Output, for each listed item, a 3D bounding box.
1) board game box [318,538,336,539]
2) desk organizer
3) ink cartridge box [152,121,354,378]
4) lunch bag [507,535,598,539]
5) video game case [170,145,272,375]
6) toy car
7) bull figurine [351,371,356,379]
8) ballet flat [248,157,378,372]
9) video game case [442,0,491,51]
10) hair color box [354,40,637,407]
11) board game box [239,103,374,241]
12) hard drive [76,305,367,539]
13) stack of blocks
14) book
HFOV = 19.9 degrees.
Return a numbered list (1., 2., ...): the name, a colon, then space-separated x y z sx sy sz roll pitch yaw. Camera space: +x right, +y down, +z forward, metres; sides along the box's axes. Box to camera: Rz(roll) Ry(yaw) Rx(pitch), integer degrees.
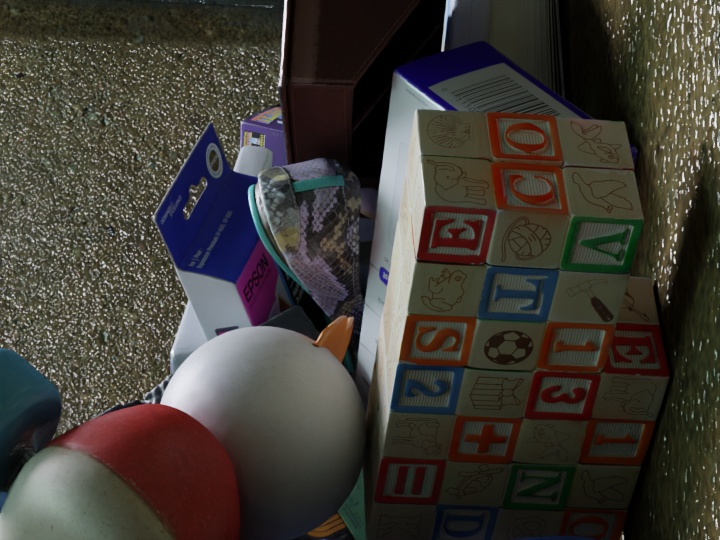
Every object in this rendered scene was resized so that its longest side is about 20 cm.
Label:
1. board game box: 0.043 0.227 0.944 0.034 0.134 0.202 143 129 -74
2. desk organizer: 0.002 -0.087 1.032 0.200 0.076 0.072 90 -177 -73
3. ink cartridge box: -0.050 0.026 1.117 0.095 0.037 0.201 -66 -41 -51
4. lunch bag: 0.052 0.220 0.858 0.132 0.134 0.202 104 166 -69
5. video game case: -0.080 0.057 1.206 0.201 0.023 0.183 -76 -9 -52
6. toy car: -0.062 0.099 0.907 0.200 0.184 0.178 -40 -22 -34
7. bull figurine: 0.049 0.113 1.106 0.065 0.121 0.200 -46 14 19
8. ballet flat: 0.000 0.000 1.063 0.201 0.071 0.073 61 -154 -64
9. video game case: 0.052 -0.086 1.118 0.182 0.022 0.202 -86 -1 -64
10. hair color box: 0.060 0.007 0.980 0.109 0.064 0.201 41 136 37
11. board game box: 0.001 0.008 1.315 0.057 0.164 0.202 -36 -46 -60
12. hard drive: -0.037 0.133 1.010 0.201 0.139 0.038 55 164 20
13. stack of blocks: 0.068 0.031 0.859 0.059 0.114 0.201 -94 8 -46
14. book: 0.082 -0.086 1.140 0.134 0.048 0.202 98 173 -66
